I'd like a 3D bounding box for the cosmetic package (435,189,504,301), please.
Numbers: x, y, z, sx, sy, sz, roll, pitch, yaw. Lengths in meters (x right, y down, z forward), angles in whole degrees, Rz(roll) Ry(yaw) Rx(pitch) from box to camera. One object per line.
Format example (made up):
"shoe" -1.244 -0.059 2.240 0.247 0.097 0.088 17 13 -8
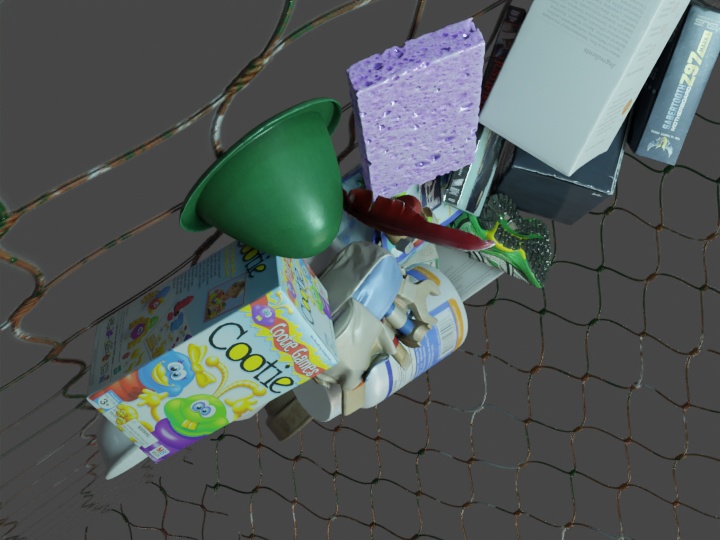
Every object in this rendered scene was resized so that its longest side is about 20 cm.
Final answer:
"cosmetic package" 0.131 -0.072 1.259 0.081 0.202 0.113 -31 175 -41

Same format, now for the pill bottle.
"pill bottle" 0.017 0.082 1.005 0.198 0.113 0.112 -29 171 -30

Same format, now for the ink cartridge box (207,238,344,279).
"ink cartridge box" -0.099 0.046 1.000 0.145 0.084 0.202 -32 155 -27

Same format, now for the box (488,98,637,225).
"box" 0.242 -0.179 1.068 0.200 0.121 0.201 88 16 -83

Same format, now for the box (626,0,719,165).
"box" 0.337 -0.223 1.001 0.201 0.050 0.161 -71 176 -66

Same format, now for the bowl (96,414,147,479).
"bowl" -0.281 0.182 1.209 0.200 0.091 0.201 -37 175 -4

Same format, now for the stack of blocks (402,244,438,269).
"stack of blocks" 0.000 0.000 1.154 0.195 0.060 0.116 -14 149 -2

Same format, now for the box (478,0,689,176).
"box" 0.218 -0.213 0.848 0.152 0.105 0.203 -29 149 -58

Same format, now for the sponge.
"sponge" 0.050 -0.131 0.785 0.109 0.030 0.201 -22 159 -3

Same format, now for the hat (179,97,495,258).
"hat" -0.032 -0.021 0.722 0.164 0.177 0.200 -35 174 -14

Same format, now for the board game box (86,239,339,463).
"board game box" -0.131 0.065 0.809 0.197 0.104 0.106 -29 -145 11

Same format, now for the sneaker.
"sneaker" 0.182 -0.038 1.148 0.084 0.199 0.080 -5 -118 40

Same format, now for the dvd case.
"dvd case" 0.139 -0.160 0.949 0.146 0.022 0.204 3 105 -74

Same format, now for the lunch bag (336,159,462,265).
"lunch bag" 0.038 -0.082 1.016 0.169 0.128 0.201 -36 165 -36

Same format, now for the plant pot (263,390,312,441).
"plant pot" -0.119 0.152 1.495 0.200 0.175 0.200 -43 -177 3

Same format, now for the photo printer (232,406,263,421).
"photo printer" -0.201 0.163 1.361 0.164 0.071 0.200 14 138 -38

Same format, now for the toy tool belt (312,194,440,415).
"toy tool belt" 0.018 0.037 0.903 0.201 0.123 0.124 -51 -142 -14
